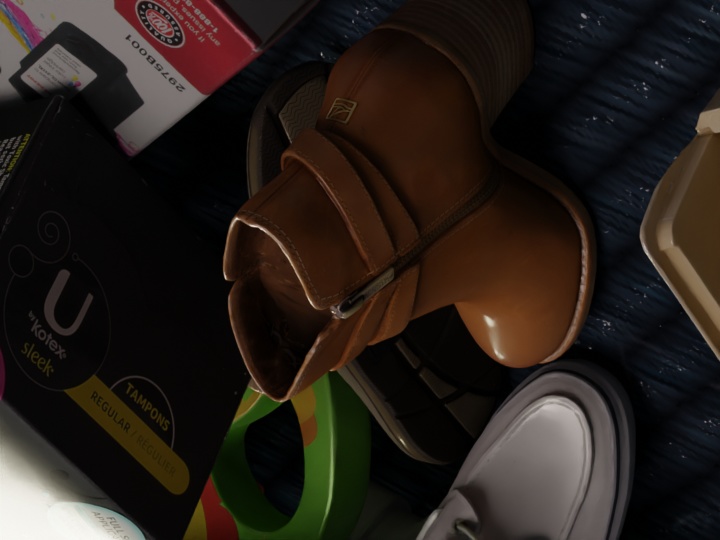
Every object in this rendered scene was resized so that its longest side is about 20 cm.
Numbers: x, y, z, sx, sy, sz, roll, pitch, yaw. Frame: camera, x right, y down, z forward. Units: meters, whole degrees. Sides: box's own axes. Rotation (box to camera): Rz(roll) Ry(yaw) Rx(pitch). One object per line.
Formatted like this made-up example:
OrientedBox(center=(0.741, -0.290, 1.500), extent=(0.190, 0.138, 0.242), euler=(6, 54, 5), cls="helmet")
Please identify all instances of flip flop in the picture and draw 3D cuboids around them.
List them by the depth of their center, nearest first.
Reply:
OrientedBox(center=(0.000, 0.000, 1.005), extent=(0.057, 0.081, 0.200), euler=(24, 152, 47), cls="flip flop")

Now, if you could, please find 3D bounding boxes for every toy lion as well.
OrientedBox(center=(-0.078, 0.093, 1.107), extent=(0.199, 0.069, 0.193), euler=(5, 101, 40), cls="toy lion")

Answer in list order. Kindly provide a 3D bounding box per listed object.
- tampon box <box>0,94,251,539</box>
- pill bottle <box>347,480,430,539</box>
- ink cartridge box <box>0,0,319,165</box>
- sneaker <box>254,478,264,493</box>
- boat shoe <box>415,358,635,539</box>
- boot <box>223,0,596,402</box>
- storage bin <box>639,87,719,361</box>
OrientedBox(center=(-0.168, 0.036, 1.002), extent=(0.199, 0.127, 0.150), euler=(-10, 136, 41), cls="tampon box")
OrientedBox(center=(0.067, 0.175, 1.101), extent=(0.199, 0.112, 0.112), euler=(27, 145, 21), cls="pill bottle")
OrientedBox(center=(-0.110, -0.124, 0.950), extent=(0.146, 0.083, 0.200), euler=(45, 147, -9), cls="ink cartridge box")
OrientedBox(center=(-0.121, 0.111, 1.264), extent=(0.084, 0.075, 0.200), euler=(17, 179, -33), cls="sneaker")
OrientedBox(center=(0.055, 0.133, 1.005), extent=(0.073, 0.067, 0.201), euler=(26, 104, 21), cls="boat shoe")
OrientedBox(center=(0.015, 0.000, 0.902), extent=(0.073, 0.155, 0.201), euler=(15, 140, 33), cls="boot")
OrientedBox(center=(0.223, 0.012, 0.761), extent=(0.200, 0.094, 0.199), euler=(-12, 121, 52), cls="storage bin")
